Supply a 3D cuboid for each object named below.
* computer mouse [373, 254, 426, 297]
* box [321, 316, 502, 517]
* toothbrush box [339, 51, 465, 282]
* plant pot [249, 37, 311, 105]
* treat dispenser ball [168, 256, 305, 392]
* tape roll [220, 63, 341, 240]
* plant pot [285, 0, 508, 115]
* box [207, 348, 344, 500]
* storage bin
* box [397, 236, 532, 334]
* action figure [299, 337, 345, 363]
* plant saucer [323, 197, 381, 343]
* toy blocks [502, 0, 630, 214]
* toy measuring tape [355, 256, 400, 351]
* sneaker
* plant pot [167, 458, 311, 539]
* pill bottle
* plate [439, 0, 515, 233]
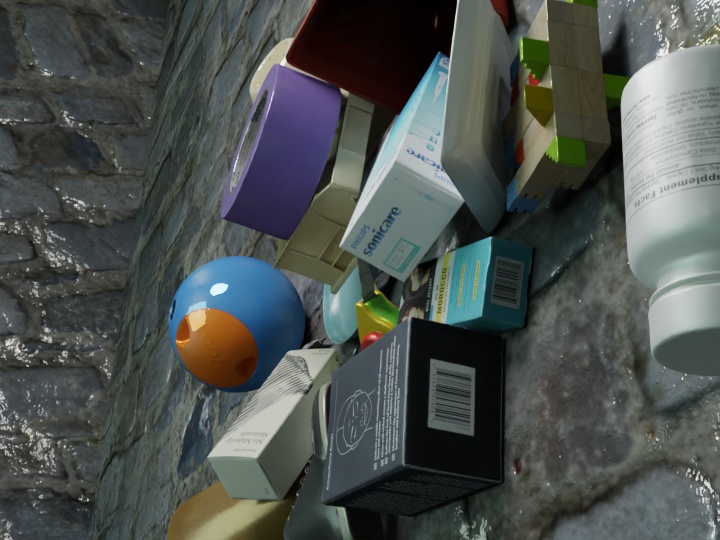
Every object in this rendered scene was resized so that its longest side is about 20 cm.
[{"bbox_3d":[0.054,-0.064,1.355,0.110,0.044,0.200,123,161,-50],"label":"computer mouse"},{"bbox_3d":[0.050,0.154,1.156,0.200,0.107,0.149,140,138,-58],"label":"box"},{"bbox_3d":[0.066,-0.112,1.230,0.146,0.085,0.200,-56,8,45],"label":"toothbrush box"},{"bbox_3d":[-0.077,-0.252,1.631,0.200,0.134,0.200,-42,28,28],"label":"plant pot"},{"bbox_3d":[-0.181,0.079,1.691,0.201,0.201,0.201,-167,90,-70],"label":"treat dispenser ball"},{"bbox_3d":[-0.098,-0.144,1.400,0.200,0.085,0.200,-162,90,-77],"label":"tape roll"},{"bbox_3d":[0.052,-0.327,1.358,0.200,0.200,0.176,-52,20,50],"label":"plant pot"},{"bbox_3d":[-0.089,0.179,1.362,0.082,0.068,0.200,-7,30,34],"label":"box"},{"bbox_3d":[-0.024,-0.113,1.441,0.199,0.094,0.200,127,158,-52],"label":"storage bin"},{"bbox_3d":[0.103,0.025,1.179,0.200,0.049,0.082,157,124,-66],"label":"box"},{"bbox_3d":[-0.064,0.175,1.517,0.130,0.069,0.200,115,162,-48],"label":"action figure"},{"bbox_3d":[0.000,0.000,1.506,0.200,0.027,0.200,-166,90,-71],"label":"plant saucer"},{"bbox_3d":[0.174,-0.144,1.058,0.137,0.100,0.200,115,159,-60],"label":"toy blocks"},{"bbox_3d":[0.032,0.044,1.278,0.074,0.073,0.200,-118,19,-61],"label":"toy measuring tape"},{"bbox_3d":[-0.045,0.229,1.270,0.106,0.075,0.200,-27,61,34],"label":"sneaker"},{"bbox_3d":[-0.105,0.309,1.407,0.200,0.186,0.187,-44,35,30],"label":"plant pot"},{"bbox_3d":[0.235,-0.038,0.766,0.114,0.114,0.200,137,141,-57],"label":"pill bottle"},{"bbox_3d":[0.125,-0.160,1.128,0.200,0.032,0.200,45,-131,-64],"label":"plate"}]
